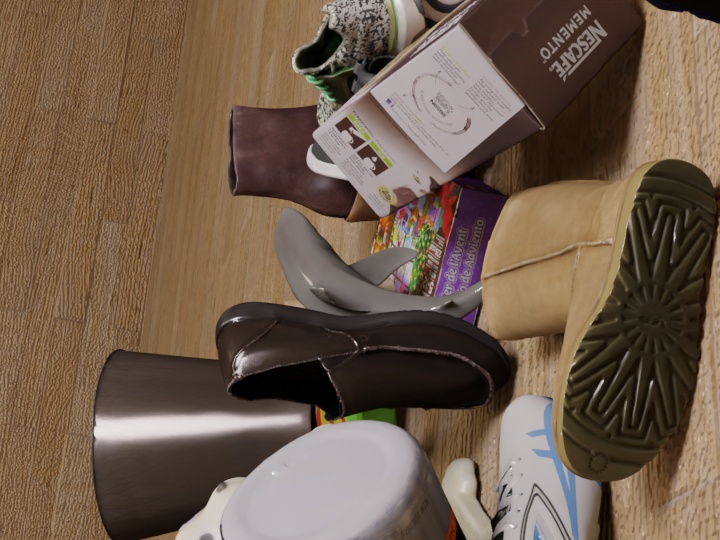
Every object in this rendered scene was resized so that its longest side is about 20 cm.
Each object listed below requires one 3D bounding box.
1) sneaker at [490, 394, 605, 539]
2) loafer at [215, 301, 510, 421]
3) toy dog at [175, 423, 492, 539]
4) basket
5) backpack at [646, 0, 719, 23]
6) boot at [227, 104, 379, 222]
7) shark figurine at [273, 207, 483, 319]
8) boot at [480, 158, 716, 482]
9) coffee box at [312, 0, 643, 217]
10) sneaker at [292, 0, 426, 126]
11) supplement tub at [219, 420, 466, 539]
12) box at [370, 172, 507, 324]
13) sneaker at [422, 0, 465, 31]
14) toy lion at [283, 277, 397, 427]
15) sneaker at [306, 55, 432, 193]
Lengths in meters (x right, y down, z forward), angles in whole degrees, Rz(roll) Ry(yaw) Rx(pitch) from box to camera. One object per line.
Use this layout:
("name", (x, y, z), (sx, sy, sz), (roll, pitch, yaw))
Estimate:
("sneaker", (0.094, 0.144, 0.763), (0.201, 0.072, 0.072), (-93, 19, -47))
("loafer", (-0.001, 0.072, 0.929), (0.073, 0.199, 0.072), (90, -175, -47))
("toy dog", (-0.024, 0.194, 0.915), (0.140, 0.199, 0.195), (-112, 36, -65))
("basket", (-0.125, 0.154, 1.275), (0.136, 0.199, 0.181), (50, -142, -68))
("backpack", (0.140, -0.206, 0.594), (0.163, 0.199, 0.168), (116, 159, -46))
("boot", (-0.032, -0.135, 1.248), (0.072, 0.165, 0.201), (116, 159, -52))
("shark figurine", (0.013, 0.013, 0.954), (0.213, 0.089, 0.129), (2, 76, 31))
("boot", (0.118, 0.027, 0.785), (0.176, 0.066, 0.200), (-69, 14, -10))
("coffee box", (0.068, -0.119, 0.888), (0.113, 0.080, 0.200), (-45, 9, -28))
("sneaker", (-0.020, -0.171, 1.123), (0.200, 0.088, 0.077), (121, 132, -60))
("supplement tub", (0.013, 0.195, 0.780), (0.123, 0.122, 0.201), (-114, -1, -65))
("box", (0.052, -0.014, 1.098), (0.200, 0.039, 0.138), (-132, 54, -72))
("sneaker", (0.053, -0.236, 1.177), (0.200, 0.079, 0.130), (-96, 23, -47))
("toy lion", (-0.007, 0.110, 1.118), (0.200, 0.068, 0.193), (155, 105, -77))
("sneaker", (0.011, -0.118, 1.098), (0.200, 0.070, 0.100), (-155, 69, -69))
